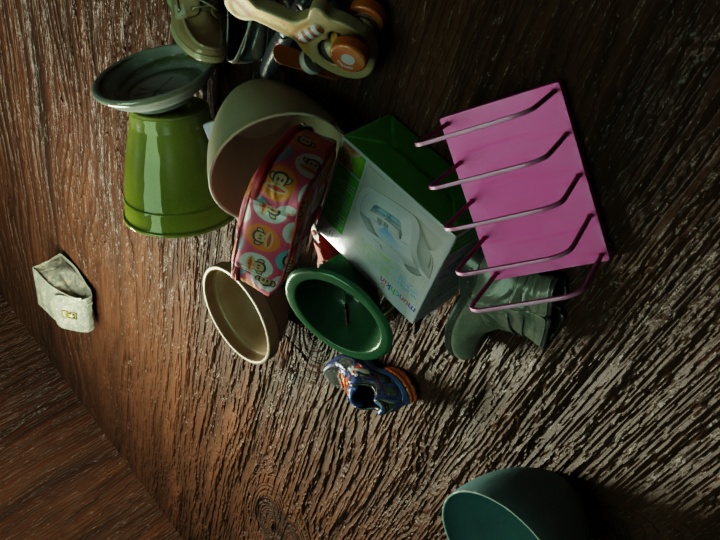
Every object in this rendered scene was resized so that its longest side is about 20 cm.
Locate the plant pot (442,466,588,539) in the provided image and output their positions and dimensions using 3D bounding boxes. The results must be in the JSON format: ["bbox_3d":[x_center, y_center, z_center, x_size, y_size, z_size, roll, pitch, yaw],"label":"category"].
[{"bbox_3d":[0.231,0.349,1.035,0.200,0.135,0.200,32,137,35],"label":"plant pot"}]

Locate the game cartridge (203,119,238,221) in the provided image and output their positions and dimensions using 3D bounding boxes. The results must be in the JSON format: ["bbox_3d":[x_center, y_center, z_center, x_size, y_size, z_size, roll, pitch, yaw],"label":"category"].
[{"bbox_3d":[-0.172,-0.148,1.186,0.038,0.130,0.200,-12,106,29],"label":"game cartridge"}]

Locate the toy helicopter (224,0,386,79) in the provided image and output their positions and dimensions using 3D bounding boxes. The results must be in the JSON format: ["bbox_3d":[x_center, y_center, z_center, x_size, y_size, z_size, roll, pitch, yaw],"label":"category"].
[{"bbox_3d":[-0.073,-0.294,0.936,0.200,0.079,0.132,23,158,-6],"label":"toy helicopter"}]

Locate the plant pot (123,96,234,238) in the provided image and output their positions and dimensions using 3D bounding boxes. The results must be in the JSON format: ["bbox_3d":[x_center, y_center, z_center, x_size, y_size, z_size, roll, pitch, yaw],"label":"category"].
[{"bbox_3d":[-0.311,-0.186,1.279,0.200,0.200,0.193,29,131,37],"label":"plant pot"}]

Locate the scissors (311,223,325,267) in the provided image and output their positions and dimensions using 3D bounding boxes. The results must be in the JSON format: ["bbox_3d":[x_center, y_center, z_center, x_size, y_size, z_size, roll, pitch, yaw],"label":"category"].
[{"bbox_3d":[-0.073,-0.050,1.231,0.073,0.014,0.200,-22,98,57],"label":"scissors"}]

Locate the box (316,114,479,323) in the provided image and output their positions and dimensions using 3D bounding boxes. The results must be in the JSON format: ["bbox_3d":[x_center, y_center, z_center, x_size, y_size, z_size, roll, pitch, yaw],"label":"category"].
[{"bbox_3d":[0.055,-0.067,0.987,0.200,0.097,0.177,45,141,20],"label":"box"}]

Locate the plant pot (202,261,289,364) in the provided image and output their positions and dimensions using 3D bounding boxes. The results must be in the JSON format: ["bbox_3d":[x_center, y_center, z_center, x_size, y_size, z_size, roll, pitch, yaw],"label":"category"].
[{"bbox_3d":[-0.197,0.066,1.407,0.201,0.093,0.201,31,135,36],"label":"plant pot"}]

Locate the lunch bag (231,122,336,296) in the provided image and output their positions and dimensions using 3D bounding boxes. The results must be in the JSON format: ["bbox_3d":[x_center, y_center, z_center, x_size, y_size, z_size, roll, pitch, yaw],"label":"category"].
[{"bbox_3d":[-0.092,-0.084,0.979,0.082,0.176,0.200,25,132,2],"label":"lunch bag"}]

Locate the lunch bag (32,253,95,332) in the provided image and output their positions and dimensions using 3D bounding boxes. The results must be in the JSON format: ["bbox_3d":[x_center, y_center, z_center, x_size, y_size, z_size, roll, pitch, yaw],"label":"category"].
[{"bbox_3d":[-0.869,0.081,2.254,0.200,0.118,0.164,39,141,19],"label":"lunch bag"}]

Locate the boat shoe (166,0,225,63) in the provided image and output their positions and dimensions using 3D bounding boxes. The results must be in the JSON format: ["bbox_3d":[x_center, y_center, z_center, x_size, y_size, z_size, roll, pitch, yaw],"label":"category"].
[{"bbox_3d":[-0.242,-0.382,1.112,0.065,0.071,0.200,-58,47,41],"label":"boat shoe"}]

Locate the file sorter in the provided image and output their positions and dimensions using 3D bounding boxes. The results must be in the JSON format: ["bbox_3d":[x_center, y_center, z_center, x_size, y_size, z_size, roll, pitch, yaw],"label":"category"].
[{"bbox_3d":[0.157,-0.071,0.791,0.139,0.125,0.200,-12,107,32],"label":"file sorter"}]

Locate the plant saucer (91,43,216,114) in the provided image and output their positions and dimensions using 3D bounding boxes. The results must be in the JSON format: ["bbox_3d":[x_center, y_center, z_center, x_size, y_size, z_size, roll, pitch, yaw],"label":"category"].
[{"bbox_3d":[-0.321,-0.296,1.204,0.200,0.200,0.050,28,144,37],"label":"plant saucer"}]

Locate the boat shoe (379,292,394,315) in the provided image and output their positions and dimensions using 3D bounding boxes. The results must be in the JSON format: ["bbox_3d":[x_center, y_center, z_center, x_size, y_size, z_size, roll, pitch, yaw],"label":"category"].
[{"bbox_3d":[-0.001,0.054,1.163,0.075,0.075,0.202,51,145,12],"label":"boat shoe"}]

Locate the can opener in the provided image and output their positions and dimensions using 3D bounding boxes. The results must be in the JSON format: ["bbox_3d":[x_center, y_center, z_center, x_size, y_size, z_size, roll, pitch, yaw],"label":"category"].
[{"bbox_3d":[-0.092,-0.312,1.016,0.079,0.063,0.200,60,145,-1],"label":"can opener"}]

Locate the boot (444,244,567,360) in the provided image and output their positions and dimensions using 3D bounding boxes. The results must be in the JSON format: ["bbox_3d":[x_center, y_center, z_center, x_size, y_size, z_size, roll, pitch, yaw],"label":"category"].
[{"bbox_3d":[0.181,0.066,0.955,0.131,0.068,0.200,31,138,27],"label":"boot"}]

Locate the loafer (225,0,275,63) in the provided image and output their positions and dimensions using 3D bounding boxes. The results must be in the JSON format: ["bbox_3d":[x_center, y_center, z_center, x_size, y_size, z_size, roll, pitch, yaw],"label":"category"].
[{"bbox_3d":[-0.158,-0.379,1.049,0.072,0.063,0.200,35,139,32],"label":"loafer"}]

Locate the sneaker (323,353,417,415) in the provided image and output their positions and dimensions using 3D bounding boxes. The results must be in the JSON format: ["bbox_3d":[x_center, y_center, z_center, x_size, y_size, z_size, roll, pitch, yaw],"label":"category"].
[{"bbox_3d":[0.000,0.188,1.259,0.200,0.078,0.075,7,120,49],"label":"sneaker"}]

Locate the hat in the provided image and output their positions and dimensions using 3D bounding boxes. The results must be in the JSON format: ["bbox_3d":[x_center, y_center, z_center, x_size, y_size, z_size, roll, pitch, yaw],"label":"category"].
[{"bbox_3d":[0.000,0.000,1.099,0.200,0.176,0.166,46,143,-12],"label":"hat"}]

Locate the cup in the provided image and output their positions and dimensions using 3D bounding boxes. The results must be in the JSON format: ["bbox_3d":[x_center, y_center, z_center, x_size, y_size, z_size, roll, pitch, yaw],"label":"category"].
[{"bbox_3d":[-0.130,-0.187,1.072,0.200,0.200,0.143,106,148,-47],"label":"cup"}]
